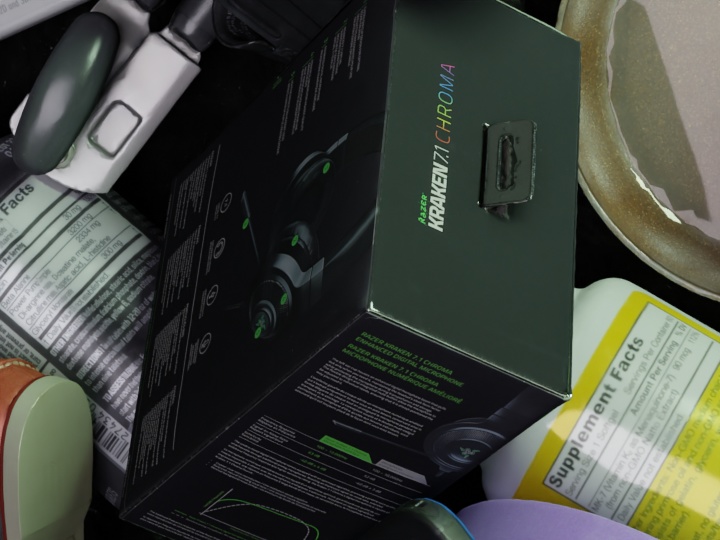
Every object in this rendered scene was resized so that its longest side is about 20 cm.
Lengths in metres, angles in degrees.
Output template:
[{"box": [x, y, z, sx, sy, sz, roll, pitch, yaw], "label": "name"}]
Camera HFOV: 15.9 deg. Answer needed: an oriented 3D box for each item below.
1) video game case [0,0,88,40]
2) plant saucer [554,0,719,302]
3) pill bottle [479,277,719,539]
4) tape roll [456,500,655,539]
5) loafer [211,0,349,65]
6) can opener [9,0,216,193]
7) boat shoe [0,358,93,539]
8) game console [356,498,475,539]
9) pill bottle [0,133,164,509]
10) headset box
[{"box": [-0.159, -0.204, 1.145, 0.199, 0.024, 0.183, -22, 94, 17], "label": "video game case"}, {"box": [0.180, -0.084, 1.074, 0.199, 0.032, 0.202, 3, 101, 14], "label": "plant saucer"}, {"box": [0.122, 0.074, 1.076, 0.199, 0.114, 0.115, 30, 106, 8], "label": "pill bottle"}, {"box": [0.105, 0.183, 1.057, 0.199, 0.200, 0.066, 29, 62, 8], "label": "tape roll"}, {"box": [-0.029, -0.117, 1.059, 0.070, 0.200, 0.068, -26, 49, 19], "label": "loafer"}, {"box": [-0.076, -0.118, 1.083, 0.053, 0.067, 0.200, 37, 93, -2], "label": "can opener"}, {"box": [-0.155, 0.133, 1.089, 0.062, 0.071, 0.201, 14, 109, 29], "label": "boat shoe"}, {"box": [0.012, 0.217, 0.967, 0.200, 0.118, 0.171, 53, 140, 5], "label": "game console"}, {"box": [-0.134, 0.011, 1.137, 0.200, 0.106, 0.106, 41, 107, 5], "label": "pill bottle"}, {"box": [0.000, 0.000, 1.011, 0.092, 0.175, 0.200, 24, 139, -23], "label": "headset box"}]
